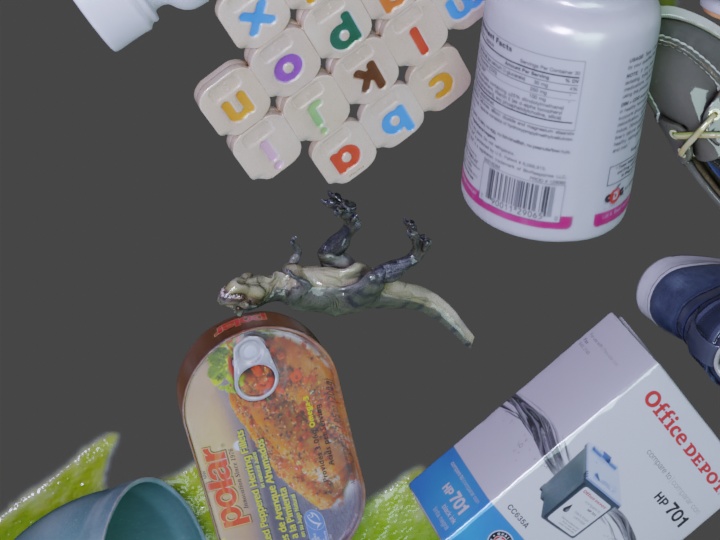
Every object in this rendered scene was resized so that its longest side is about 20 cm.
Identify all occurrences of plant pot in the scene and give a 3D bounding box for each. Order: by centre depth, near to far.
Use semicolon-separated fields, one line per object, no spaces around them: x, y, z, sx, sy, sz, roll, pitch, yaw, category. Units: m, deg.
-0.187;0.247;1.262;0.133;0.201;0.202;-10;121;17;plant pot

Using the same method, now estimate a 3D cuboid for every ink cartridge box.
0.159;0.155;1.381;0.200;0.086;0.147;-40;120;4;ink cartridge box

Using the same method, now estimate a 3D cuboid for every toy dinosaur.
0.000;0.000;1.279;0.198;0.048;0.089;9;121;-23;toy dinosaur

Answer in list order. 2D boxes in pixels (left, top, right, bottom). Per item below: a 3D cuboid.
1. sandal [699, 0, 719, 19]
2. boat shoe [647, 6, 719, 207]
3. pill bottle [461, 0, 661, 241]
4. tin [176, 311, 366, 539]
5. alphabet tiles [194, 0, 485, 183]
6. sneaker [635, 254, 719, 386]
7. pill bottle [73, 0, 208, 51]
0.322;-0.151;1.303;0.205;0.079;0.060;8;113;-12;sandal
0.245;-0.096;1.288;0.072;0.061;0.202;-20;130;36;boat shoe
0.130;-0.131;1.208;0.112;0.114;0.202;-4;123;-17;pill bottle
-0.063;0.121;1.318;0.111;0.042;0.202;-20;118;-14;tin
-0.008;-0.143;1.193;0.199;0.015;0.196;-38;141;-1;alphabet tiles
0.316;0.040;1.346;0.200;0.146;0.078;-6;114;-18;sneaker
-0.091;-0.226;1.102;0.199;0.114;0.114;-36;120;1;pill bottle
